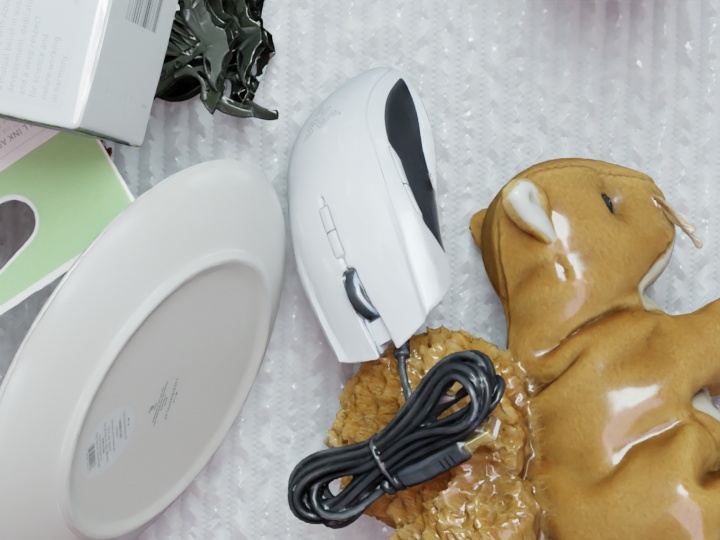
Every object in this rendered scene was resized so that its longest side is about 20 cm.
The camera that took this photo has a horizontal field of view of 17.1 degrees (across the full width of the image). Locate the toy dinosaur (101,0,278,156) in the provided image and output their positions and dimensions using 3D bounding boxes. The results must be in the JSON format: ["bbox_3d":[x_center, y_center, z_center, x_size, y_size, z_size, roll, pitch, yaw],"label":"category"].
[{"bbox_3d":[-0.111,-0.093,1.042,0.136,0.102,0.200,-12,114,12],"label":"toy dinosaur"}]

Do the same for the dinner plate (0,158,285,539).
[{"bbox_3d":[-0.086,0.048,0.992,0.024,0.200,0.200,29,92,24],"label":"dinner plate"}]

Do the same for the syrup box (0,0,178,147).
[{"bbox_3d":[-0.178,-0.108,0.926,0.200,0.079,0.082,14,91,13],"label":"syrup box"}]

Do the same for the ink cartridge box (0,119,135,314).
[{"bbox_3d":[-0.189,-0.067,0.990,0.145,0.048,0.200,-33,83,9],"label":"ink cartridge box"}]

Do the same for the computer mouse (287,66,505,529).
[{"bbox_3d":[0.000,0.000,1.017,0.110,0.044,0.200,-32,56,35],"label":"computer mouse"}]

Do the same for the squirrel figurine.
[{"bbox_3d":[0.083,0.053,1.033,0.200,0.142,0.187,-23,89,-5],"label":"squirrel figurine"}]
